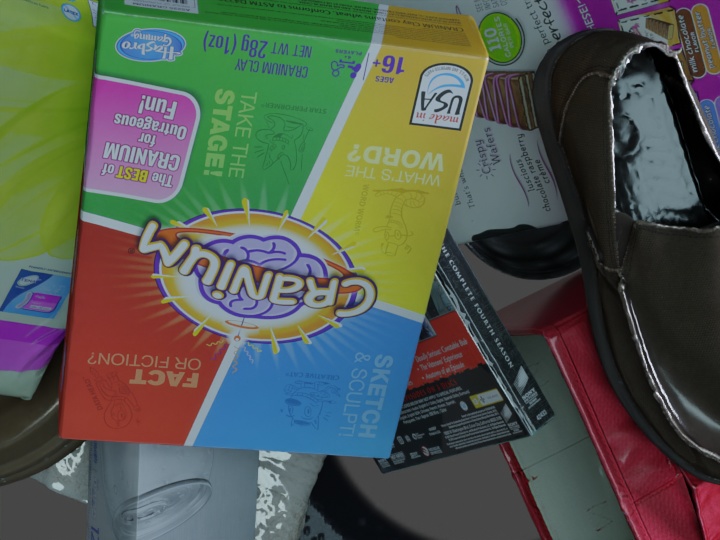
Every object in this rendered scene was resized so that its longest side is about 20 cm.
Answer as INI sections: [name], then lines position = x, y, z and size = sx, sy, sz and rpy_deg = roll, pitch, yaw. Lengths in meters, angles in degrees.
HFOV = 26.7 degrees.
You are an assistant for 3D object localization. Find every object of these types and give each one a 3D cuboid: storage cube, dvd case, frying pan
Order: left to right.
[dvd case]
position = 0.000, 0.000, 0.733
size = 0.022, 0.146, 0.201
rpy_deg = -33, 93, -31
[frying pan]
position = 0.059, -0.041, 0.805
size = 0.188, 0.031, 0.116
rpy_deg = -20, 96, -17
[storage cube]
position = 0.175, 0.070, 0.752
size = 0.178, 0.200, 0.173
rpy_deg = -25, 92, -12

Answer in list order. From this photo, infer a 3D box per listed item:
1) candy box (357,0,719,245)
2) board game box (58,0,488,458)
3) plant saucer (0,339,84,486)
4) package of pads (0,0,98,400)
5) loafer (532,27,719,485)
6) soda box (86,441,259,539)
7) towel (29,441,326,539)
[candy box]
position = 0.086, -0.095, 0.696
size = 0.198, 0.061, 0.138
rpy_deg = -11, 113, 23
[board game box]
position = -0.042, -0.015, 0.631
size = 0.151, 0.040, 0.202
rpy_deg = 4, 122, -12
[plant saucer]
position = -0.204, 0.010, 0.769
size = 0.197, 0.029, 0.203
rpy_deg = -1, 84, 6
[package of pads]
position = -0.174, -0.043, 0.647
size = 0.153, 0.068, 0.201
rpy_deg = 14, 120, -38
[loafer]
position = 0.127, -0.005, 0.616
size = 0.072, 0.071, 0.202
rpy_deg = -25, 92, -11
[soda box]
position = -0.089, 0.045, 0.733
size = 0.068, 0.063, 0.203
rpy_deg = 0, 97, -32
[towel]
position = -0.106, 0.064, 0.800
size = 0.198, 0.034, 0.134
rpy_deg = 23, 88, -6
